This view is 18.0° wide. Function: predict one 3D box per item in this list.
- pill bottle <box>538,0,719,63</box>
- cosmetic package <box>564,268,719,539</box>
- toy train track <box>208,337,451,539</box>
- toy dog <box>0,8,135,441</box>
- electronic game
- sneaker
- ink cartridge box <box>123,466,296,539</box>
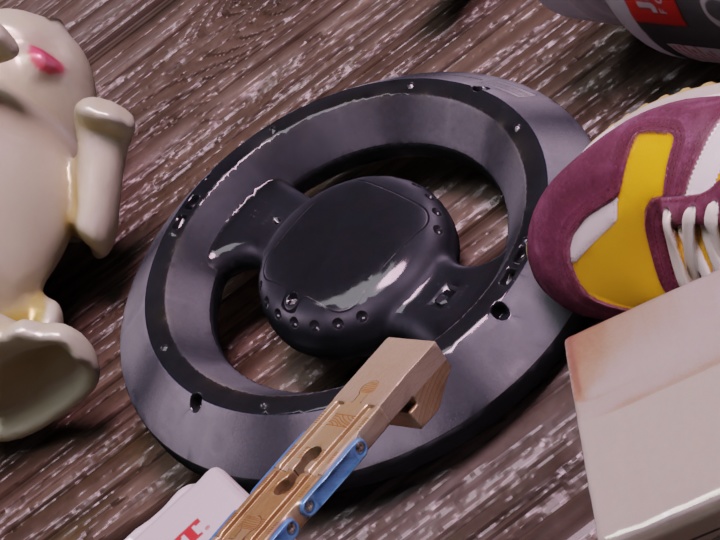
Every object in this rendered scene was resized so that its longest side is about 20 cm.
[{"bbox_3d":[0.152,-0.129,0.807,0.199,0.116,0.116,13,58,48],"label":"pill bottle"},{"bbox_3d":[0.168,0.036,0.623,0.199,0.104,0.088,-24,38,17],"label":"cosmetic package"},{"bbox_3d":[-0.036,0.098,0.649,0.114,0.033,0.200,2,44,50],"label":"toy train track"},{"bbox_3d":[-0.168,-0.025,0.977,0.194,0.139,0.201,125,163,-48],"label":"toy dog"},{"bbox_3d":[0.000,0.000,0.857,0.199,0.042,0.201,-16,44,16],"label":"electronic game"},{"bbox_3d":[0.133,-0.017,0.717,0.199,0.075,0.090,-18,21,31],"label":"sneaker"},{"bbox_3d":[-0.033,0.169,0.661,0.145,0.084,0.200,-42,36,-9],"label":"ink cartridge box"}]
